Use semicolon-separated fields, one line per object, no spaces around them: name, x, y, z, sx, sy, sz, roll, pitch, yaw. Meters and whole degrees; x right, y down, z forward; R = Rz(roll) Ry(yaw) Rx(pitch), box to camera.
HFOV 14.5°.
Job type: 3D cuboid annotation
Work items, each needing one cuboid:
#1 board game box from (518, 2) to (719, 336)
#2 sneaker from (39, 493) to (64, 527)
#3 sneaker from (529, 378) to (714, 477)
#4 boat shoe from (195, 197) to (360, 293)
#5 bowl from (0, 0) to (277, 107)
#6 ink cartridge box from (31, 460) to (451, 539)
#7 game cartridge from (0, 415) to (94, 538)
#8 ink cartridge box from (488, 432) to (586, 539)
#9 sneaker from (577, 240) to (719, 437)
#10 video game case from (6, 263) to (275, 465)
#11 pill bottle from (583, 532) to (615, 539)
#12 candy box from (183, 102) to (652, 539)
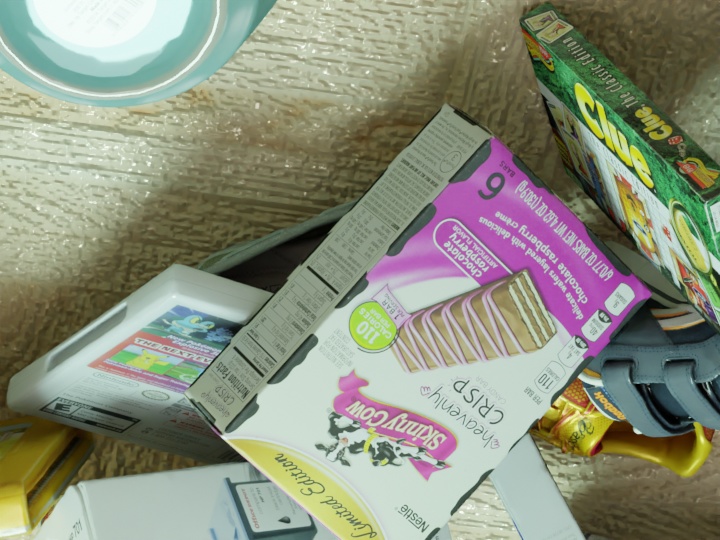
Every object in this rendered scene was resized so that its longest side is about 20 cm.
board game box;0.139;-0.045;1.377;0.023;0.200;0.105;-25;126;-10
sneaker;-0.119;0.205;1.639;0.077;0.085;0.200;-23;125;16
sneaker;0.103;0.058;1.533;0.200;0.077;0.073;13;129;-9
boat shoe;-0.001;-0.001;1.476;0.202;0.065;0.074;-12;93;14
bowl;-0.118;-0.157;1.341;0.201;0.105;0.201;-1;128;-1
ink cartridge box;-0.069;0.162;1.537;0.200;0.086;0.146;-8;159;-23
game cartridge;-0.256;0.119;1.518;0.200;0.176;0.032;-8;100;7
ink cartridge box;0.126;0.188;1.519;0.037;0.200;0.095;-26;162;1
sneaker;0.165;0.051;1.439;0.079;0.200;0.078;-48;121;-9
video game case;-0.059;0.061;1.501;0.200;0.023;0.182;18;150;-29
pill bottle;0.191;0.222;1.607;0.200;0.111;0.111;14;130;13
candy box;0.030;0.037;1.410;0.200;0.061;0.136;-48;120;0
